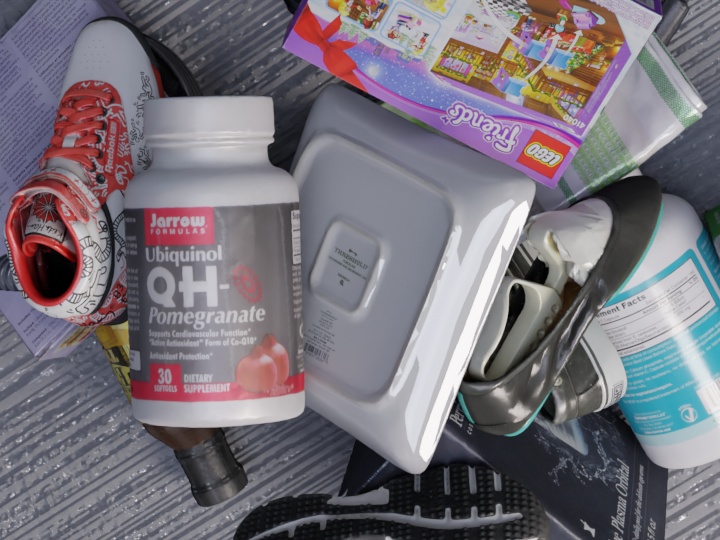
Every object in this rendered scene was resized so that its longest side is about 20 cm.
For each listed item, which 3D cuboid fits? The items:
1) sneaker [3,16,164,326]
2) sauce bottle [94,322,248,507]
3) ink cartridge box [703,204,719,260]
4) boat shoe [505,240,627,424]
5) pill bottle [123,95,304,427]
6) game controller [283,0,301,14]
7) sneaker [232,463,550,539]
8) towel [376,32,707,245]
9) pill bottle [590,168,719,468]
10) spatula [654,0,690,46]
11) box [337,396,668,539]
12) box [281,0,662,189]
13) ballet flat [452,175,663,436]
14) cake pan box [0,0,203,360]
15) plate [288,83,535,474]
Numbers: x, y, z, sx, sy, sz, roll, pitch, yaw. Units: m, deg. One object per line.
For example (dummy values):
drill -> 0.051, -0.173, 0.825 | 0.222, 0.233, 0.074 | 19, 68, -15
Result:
sneaker -> -0.175, -0.066, 1.440 | 0.067, 0.108, 0.203 | 1, 88, 19
sauce bottle -> -0.138, 0.072, 1.600 | 0.064, 0.065, 0.201 | -23, 103, 9
ink cartridge box -> 0.338, -0.036, 1.503 | 0.199, 0.146, 0.084 | -30, 102, 10
boat shoe -> 0.098, 0.017, 1.518 | 0.063, 0.200, 0.071 | -21, 145, -24
pill bottle -> -0.092, -0.007, 1.420 | 0.110, 0.111, 0.202 | -2, 93, 3
game controller -> 0.036, -0.233, 1.519 | 0.199, 0.042, 0.105 | -12, 92, 6
sneaker -> 0.024, 0.176, 1.422 | 0.199, 0.074, 0.080 | -8, 126, 16
towel -> 0.110, -0.105, 1.508 | 0.199, 0.031, 0.150 | -35, 65, 8
pill bottle -> 0.201, 0.026, 1.546 | 0.110, 0.111, 0.201 | -27, 103, 10
spatula -> 0.223, -0.193, 1.525 | 0.056, 0.021, 0.201 | 32, 107, -1
box -> 0.098, 0.149, 1.536 | 0.200, 0.197, 0.117 | 39, 114, -9
box -> 0.069, -0.155, 1.421 | 0.199, 0.039, 0.137 | 27, 117, -9
ballet flat -> 0.123, 0.011, 1.433 | 0.068, 0.068, 0.201 | 42, 73, -37
cake pan box -> -0.195, -0.073, 1.531 | 0.200, 0.052, 0.184 | -45, 76, 13
plate -> 0.000, 0.000, 1.449 | 0.199, 0.032, 0.201 | 29, 102, 40
